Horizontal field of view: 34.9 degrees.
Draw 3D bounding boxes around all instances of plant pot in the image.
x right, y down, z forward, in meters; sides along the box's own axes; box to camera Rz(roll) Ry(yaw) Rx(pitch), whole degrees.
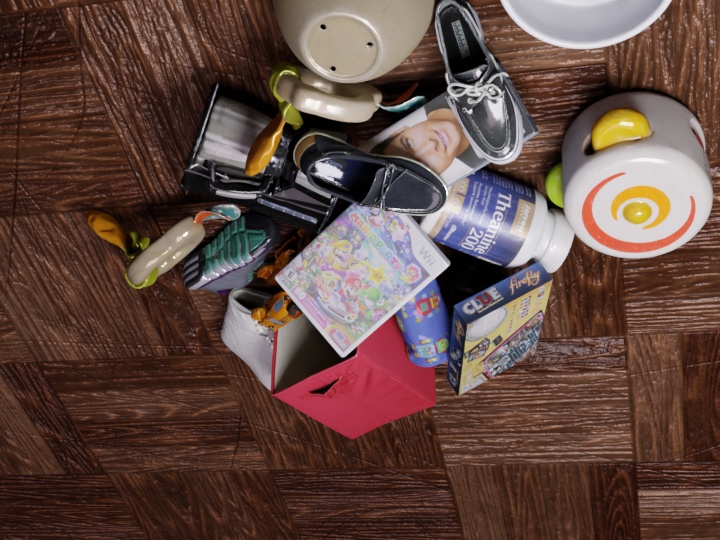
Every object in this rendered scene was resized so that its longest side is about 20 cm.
[{"bbox_3d":[-0.013,-0.292,1.296,0.198,0.135,0.202,5,136,5],"label":"plant pot"}]

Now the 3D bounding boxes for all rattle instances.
[{"bbox_3d":[-0.025,-0.172,1.394,0.198,0.145,0.130,2,-169,-41],"label":"rattle"},{"bbox_3d":[-0.276,-0.078,1.611,0.129,0.144,0.200,-11,157,-45],"label":"rattle"}]

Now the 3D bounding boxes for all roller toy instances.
[{"bbox_3d":[0.341,-0.114,1.416,0.180,0.141,0.201,17,136,-9],"label":"roller toy"}]

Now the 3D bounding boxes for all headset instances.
[{"bbox_3d":[0.143,0.044,1.650,0.199,0.094,0.124,30,136,3],"label":"headset"}]

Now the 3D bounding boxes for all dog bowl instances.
[{"bbox_3d":[0.244,-0.345,1.236,0.197,0.079,0.201,5,137,4],"label":"dog bowl"}]

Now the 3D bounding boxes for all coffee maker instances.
[{"bbox_3d":[-0.123,-0.140,1.498,0.198,0.136,0.192,19,175,-9],"label":"coffee maker"}]

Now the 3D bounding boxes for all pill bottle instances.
[{"bbox_3d":[0.177,-0.068,1.514,0.198,0.112,0.111,20,136,-11],"label":"pill bottle"}]

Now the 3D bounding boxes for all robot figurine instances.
[{"bbox_3d":[-0.087,0.003,1.617,0.058,0.147,0.200,19,147,-23],"label":"robot figurine"}]

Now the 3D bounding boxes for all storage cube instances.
[{"bbox_3d":[-0.008,0.117,1.677,0.170,0.202,0.179,-27,136,32],"label":"storage cube"}]

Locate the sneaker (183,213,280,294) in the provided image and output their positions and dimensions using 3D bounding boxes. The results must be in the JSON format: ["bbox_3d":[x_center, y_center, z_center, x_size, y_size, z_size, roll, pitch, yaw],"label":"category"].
[{"bbox_3d":[-0.170,-0.020,1.673,0.199,0.075,0.087,-24,146,39],"label":"sneaker"}]

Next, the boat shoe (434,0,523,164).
[{"bbox_3d":[0.134,-0.218,1.321,0.073,0.068,0.202,-14,94,15],"label":"boat shoe"}]

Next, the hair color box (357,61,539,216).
[{"bbox_3d":[0.107,-0.160,1.402,0.199,0.061,0.100,-30,90,16],"label":"hair color box"}]

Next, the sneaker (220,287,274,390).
[{"bbox_3d":[-0.132,0.109,1.736,0.199,0.074,0.116,35,140,18],"label":"sneaker"}]

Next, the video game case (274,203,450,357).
[{"bbox_3d":[0.000,0.000,1.500,0.200,0.018,0.143,-42,89,22],"label":"video game case"}]

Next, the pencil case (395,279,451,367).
[{"bbox_3d":[0.074,0.034,1.573,0.077,0.087,0.202,-27,118,-12],"label":"pencil case"}]

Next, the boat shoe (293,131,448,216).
[{"bbox_3d":[0.015,-0.103,1.340,0.198,0.063,0.075,19,119,-22],"label":"boat shoe"}]

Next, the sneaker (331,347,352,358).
[{"bbox_3d":[-0.050,0.164,1.830,0.084,0.078,0.200,-14,130,36],"label":"sneaker"}]

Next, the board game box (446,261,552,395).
[{"bbox_3d":[0.184,0.082,1.548,0.134,0.035,0.201,-26,151,-15],"label":"board game box"}]
